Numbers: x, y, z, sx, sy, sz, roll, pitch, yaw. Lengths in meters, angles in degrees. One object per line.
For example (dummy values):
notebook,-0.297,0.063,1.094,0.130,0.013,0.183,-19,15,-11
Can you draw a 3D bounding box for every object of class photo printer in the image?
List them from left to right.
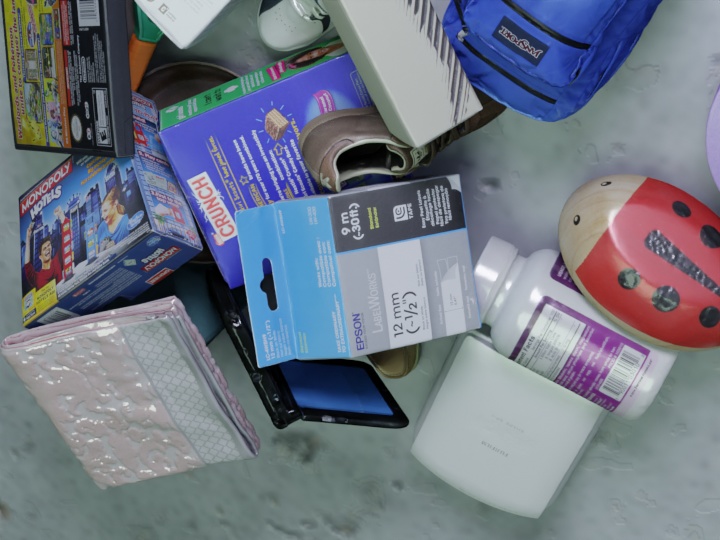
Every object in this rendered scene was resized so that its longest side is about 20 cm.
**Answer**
photo printer,0.147,0.153,1.459,0.166,0.069,0.200,28,126,6

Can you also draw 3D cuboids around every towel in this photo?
towel,-0.216,0.123,1.373,0.191,0.032,0.200,-13,124,20

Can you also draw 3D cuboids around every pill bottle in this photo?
pill bottle,0.193,0.048,1.351,0.200,0.112,0.112,28,126,6

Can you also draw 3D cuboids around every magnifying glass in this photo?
magnifying glass,-0.196,-0.237,1.364,0.079,0.022,0.200,5,130,-35

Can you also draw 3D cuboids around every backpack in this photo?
backpack,0.152,-0.225,1.173,0.162,0.168,0.200,38,131,6

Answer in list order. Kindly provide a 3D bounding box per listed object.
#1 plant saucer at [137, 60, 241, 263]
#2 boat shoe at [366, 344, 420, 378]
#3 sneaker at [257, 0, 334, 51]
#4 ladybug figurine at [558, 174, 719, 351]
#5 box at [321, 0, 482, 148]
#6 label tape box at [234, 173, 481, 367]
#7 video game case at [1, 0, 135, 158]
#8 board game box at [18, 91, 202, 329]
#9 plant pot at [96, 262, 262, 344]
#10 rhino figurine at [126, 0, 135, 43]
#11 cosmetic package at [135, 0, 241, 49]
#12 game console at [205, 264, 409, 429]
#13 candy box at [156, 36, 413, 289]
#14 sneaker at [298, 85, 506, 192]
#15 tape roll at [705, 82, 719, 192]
plant saucer,-0.158,-0.108,1.429,0.200,0.032,0.201,4,104,17
boat shoe,0.004,0.032,1.448,0.074,0.066,0.200,-10,117,26
sneaker,-0.040,-0.247,1.260,0.199,0.130,0.080,-31,102,34
ladybug figurine,0.267,-0.009,1.273,0.200,0.072,0.136,35,83,5
box,0.018,-0.204,1.163,0.068,0.082,0.200,-31,112,-5
label tape box,0.000,0.000,1.273,0.066,0.200,0.144,4,104,61
video game case,-0.275,-0.209,1.343,0.181,0.025,0.200,9,105,46
board game box,-0.244,-0.067,1.375,0.200,0.200,0.062,-31,143,33
plant pot,-0.227,0.057,1.480,0.141,0.200,0.141,42,126,-6
rhino figurine,-0.239,-0.279,1.370,0.087,0.060,0.200,30,125,9
cosmetic package,-0.100,-0.291,1.251,0.200,0.102,0.074,-41,99,23
game console,-0.056,0.071,1.385,0.116,0.200,0.176,-26,107,-5
candy box,-0.066,-0.102,1.343,0.200,0.077,0.169,-23,111,0
sneaker,0.049,-0.116,1.268,0.200,0.076,0.071,-19,138,-5
tape roll,0.391,-0.117,1.195,0.200,0.066,0.200,11,124,17
